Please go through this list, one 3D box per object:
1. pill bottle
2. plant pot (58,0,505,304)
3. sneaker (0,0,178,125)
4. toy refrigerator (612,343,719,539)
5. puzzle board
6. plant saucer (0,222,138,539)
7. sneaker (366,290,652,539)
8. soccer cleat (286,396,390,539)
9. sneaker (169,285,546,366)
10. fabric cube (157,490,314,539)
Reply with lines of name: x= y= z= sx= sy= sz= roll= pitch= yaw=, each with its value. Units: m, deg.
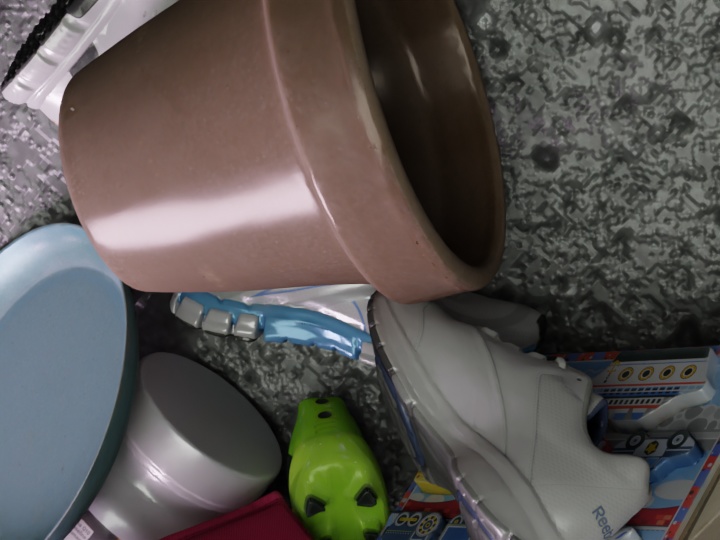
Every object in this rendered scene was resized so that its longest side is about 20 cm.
pill bottle: x=-0.137 y=0.148 z=1.217 sx=0.116 sy=0.116 sz=0.200 roll=39 pitch=109 yaw=0
plant pot: x=-0.043 y=-0.065 z=1.089 sx=0.173 sy=0.200 sz=0.202 roll=-18 pitch=101 yaw=19
sneaker: x=-0.096 y=-0.143 z=1.162 sx=0.080 sy=0.074 sz=0.200 roll=38 pitch=115 yaw=-15
toy refrigerator: x=0.173 y=0.092 z=1.112 sx=0.200 sy=0.076 sz=0.070 roll=-44 pitch=63 yaw=-3
puzzle board: x=0.095 y=0.094 z=1.093 sx=0.199 sy=0.151 sz=0.017 roll=-5 pitch=134 yaw=50
plant saucer: x=-0.176 y=0.073 z=1.189 sx=0.027 sy=0.201 sz=0.200 roll=24 pitch=115 yaw=-37
sneaker: x=0.066 y=0.070 z=1.065 sx=0.087 sy=0.200 sz=0.075 roll=-27 pitch=136 yaw=-9
soccer cleat: x=-0.010 y=0.158 z=1.222 sx=0.067 sy=0.081 sz=0.201 roll=-5 pitch=126 yaw=-5
sneaker: x=0.000 y=0.000 z=1.172 sx=0.198 sy=0.075 sz=0.087 roll=10 pitch=101 yaw=9
fabric cube: x=-0.082 y=0.264 z=1.107 sx=0.200 sy=0.195 sz=0.201 roll=49 pitch=132 yaw=24
